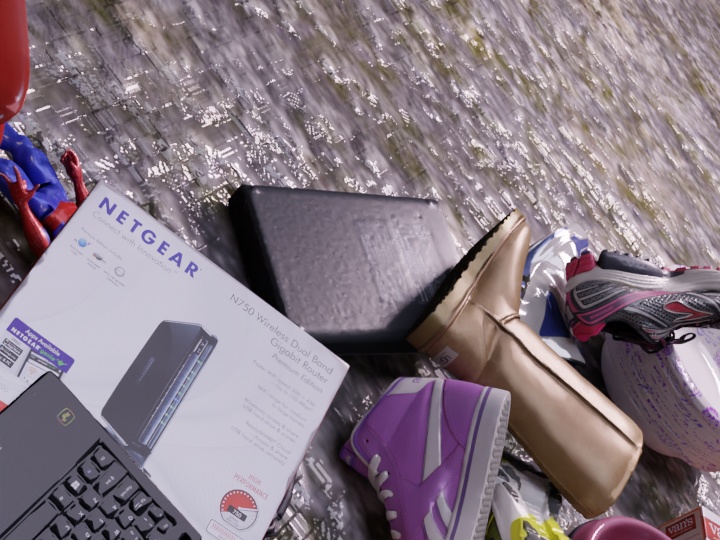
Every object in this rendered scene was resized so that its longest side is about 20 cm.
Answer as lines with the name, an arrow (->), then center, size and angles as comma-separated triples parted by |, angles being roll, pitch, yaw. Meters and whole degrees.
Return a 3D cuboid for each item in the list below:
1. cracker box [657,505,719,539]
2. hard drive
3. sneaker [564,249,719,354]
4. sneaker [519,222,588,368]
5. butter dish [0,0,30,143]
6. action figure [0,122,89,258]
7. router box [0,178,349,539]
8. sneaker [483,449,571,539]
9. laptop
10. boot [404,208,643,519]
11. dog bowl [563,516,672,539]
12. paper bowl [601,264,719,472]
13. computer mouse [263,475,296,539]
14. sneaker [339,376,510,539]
cracker box -> 0.334, 0.327, 1.049 | 0.134, 0.058, 0.201 | 33, 39, -25
hard drive -> 0.000, 0.000, 0.953 | 0.199, 0.033, 0.140 | 2, 58, -38
sneaker -> 0.276, 0.039, 1.065 | 0.199, 0.081, 0.075 | 8, 69, -7
sneaker -> 0.160, 0.046, 1.090 | 0.115, 0.080, 0.199 | 55, 42, -2
butter dish -> -0.279, -0.112, 0.679 | 0.199, 0.148, 0.200 | -10, 59, -5
action figure -> -0.210, -0.051, 0.777 | 0.200, 0.052, 0.065 | 53, 32, -3
router box -> -0.128, 0.074, 0.707 | 0.200, 0.049, 0.180 | 37, 53, -13
sneaker -> 0.108, 0.204, 0.894 | 0.074, 0.085, 0.200 | 29, 18, -14
laptop -> -0.136, 0.168, 0.570 | 0.200, 0.103, 0.177 | 49, 58, -6
boot -> 0.146, 0.070, 0.949 | 0.200, 0.066, 0.175 | 43, 55, -4
dog bowl -> 0.212, 0.281, 0.920 | 0.199, 0.074, 0.201 | 27, 37, -23
paper bowl -> 0.320, 0.104, 1.184 | 0.200, 0.104, 0.201 | 30, 41, -30
computer mouse -> -0.092, 0.085, 0.789 | 0.140, 0.046, 0.201 | 28, 42, -26
sneaker -> 0.033, 0.173, 0.850 | 0.073, 0.114, 0.201 | 73, 30, -62
